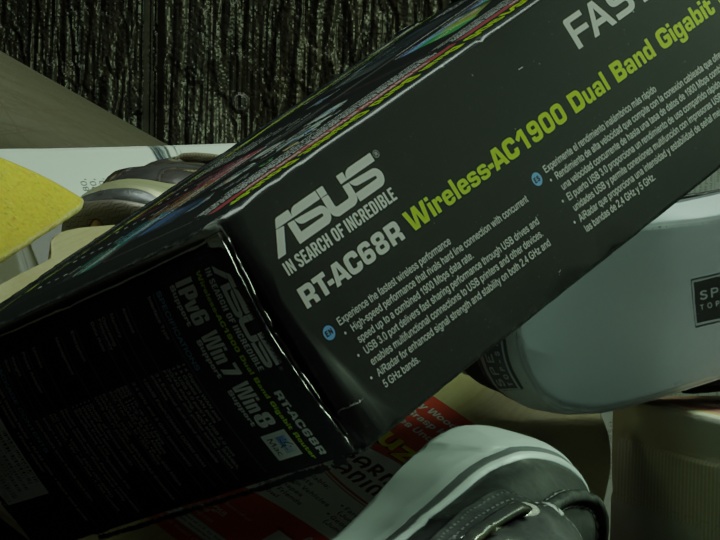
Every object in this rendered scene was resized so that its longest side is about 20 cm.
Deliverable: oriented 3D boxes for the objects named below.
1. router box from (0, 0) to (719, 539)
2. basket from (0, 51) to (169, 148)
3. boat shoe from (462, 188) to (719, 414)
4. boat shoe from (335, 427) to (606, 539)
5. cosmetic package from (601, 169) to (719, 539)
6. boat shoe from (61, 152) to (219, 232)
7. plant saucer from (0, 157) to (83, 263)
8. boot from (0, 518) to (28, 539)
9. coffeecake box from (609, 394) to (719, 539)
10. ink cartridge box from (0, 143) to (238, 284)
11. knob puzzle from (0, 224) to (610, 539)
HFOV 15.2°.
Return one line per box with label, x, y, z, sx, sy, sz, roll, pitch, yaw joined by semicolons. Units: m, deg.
router box;0.007;-0.015;0.678;0.200;0.062;0.150;-37;8;-36
basket;-0.151;-0.016;1.208;0.199;0.136;0.181;23;40;-11
boat shoe;0.108;0.006;0.788;0.199;0.070;0.066;-11;9;-30
boat shoe;0.024;0.082;0.595;0.066;0.070;0.200;13;9;23
cosmetic package;0.091;0.002;0.846;0.082;0.201;0.051;0;5;-24
boat shoe;0.000;0.000;0.914;0.199;0.075;0.073;19;37;8
plant saucer;-0.207;0.022;0.794;0.199;0.049;0.200;-22;8;26
boot;-0.118;0.066;0.851;0.199;0.073;0.155;-4;5;-24
coffeecake box;0.190;0.074;0.757;0.199;0.074;0.153;0;3;-18
ink cartridge box;-0.092;0.018;1.037;0.199;0.085;0.145;-4;-23;-46
knob puzzle;-0.017;0.047;0.768;0.218;0.031;0.220;9;33;-6
